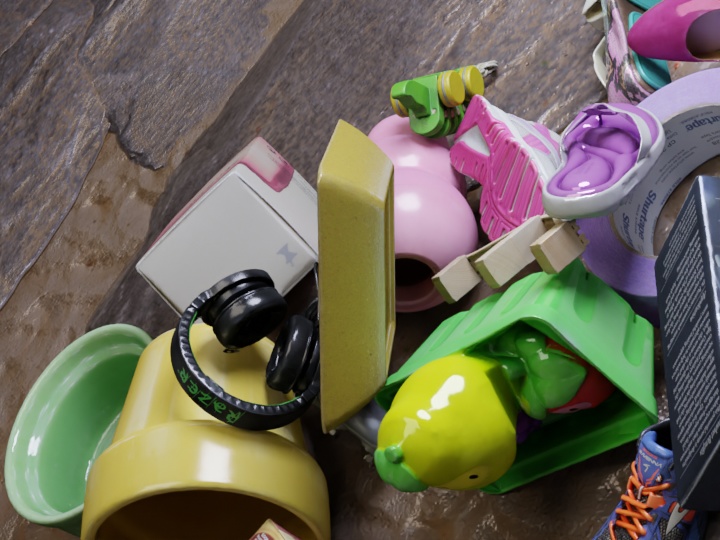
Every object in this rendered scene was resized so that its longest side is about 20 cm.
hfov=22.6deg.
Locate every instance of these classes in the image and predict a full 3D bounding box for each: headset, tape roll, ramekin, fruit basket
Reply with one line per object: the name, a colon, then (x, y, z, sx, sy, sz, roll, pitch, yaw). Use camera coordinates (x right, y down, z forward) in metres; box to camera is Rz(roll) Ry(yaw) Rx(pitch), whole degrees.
headset: (-0.074, 0.059, 1.462, 0.200, 0.123, 0.094, -43, -11, -45)
tape roll: (0.264, -0.054, 1.373, 0.199, 0.066, 0.201, -26, 46, 30)
ramekin: (-0.225, 0.159, 1.668, 0.199, 0.098, 0.201, -26, 46, 29)
fruit basket: (0.098, 0.104, 1.313, 0.216, 0.155, 0.216, -44, 17, 18)

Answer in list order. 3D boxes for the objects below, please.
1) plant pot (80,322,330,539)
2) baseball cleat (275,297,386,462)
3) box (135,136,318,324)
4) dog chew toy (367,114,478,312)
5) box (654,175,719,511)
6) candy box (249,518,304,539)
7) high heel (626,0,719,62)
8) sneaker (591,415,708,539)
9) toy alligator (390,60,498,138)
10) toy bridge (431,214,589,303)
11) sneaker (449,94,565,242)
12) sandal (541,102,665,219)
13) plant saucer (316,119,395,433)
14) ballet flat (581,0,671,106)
plant pot: (-0.124, 0.154, 1.492, 0.200, 0.201, 0.190, -27, 44, 28)
baseball cleat: (-0.007, 0.076, 1.539, 0.107, 0.070, 0.200, -50, 40, 3)
box: (-0.108, -0.028, 1.617, 0.128, 0.109, 0.200, -43, 7, 10)
dog chew toy: (0.039, -0.060, 1.561, 0.124, 0.125, 0.201, -29, 37, 26)
box: (0.284, 0.052, 1.184, 0.107, 0.147, 0.201, 105, 168, -53)
candy box: (-0.089, 0.303, 1.410, 0.200, 0.115, 0.055, -49, 40, 4)
high heel: (0.304, -0.174, 1.407, 0.199, 0.068, 0.096, -3, 47, 18)
sneaker: (0.211, 0.148, 1.261, 0.200, 0.078, 0.075, -54, 38, -2)
toy alligator: (0.081, -0.148, 1.581, 0.059, 0.200, 0.055, -10, 96, 29)
toy bridge: (0.119, -0.014, 1.362, 0.067, 0.027, 0.200, -38, 7, -21)
sneaker: (0.144, -0.074, 1.477, 0.200, 0.088, 0.082, -109, 38, -53)
sandal: (0.181, -0.096, 1.335, 0.082, 0.050, 0.203, -3, 25, 15)
plant saucer: (0.000, 0.000, 1.387, 0.048, 0.201, 0.200, 1, 16, 4)
ballet flat: (0.224, -0.208, 1.535, 0.071, 0.069, 0.201, -36, 41, 42)
